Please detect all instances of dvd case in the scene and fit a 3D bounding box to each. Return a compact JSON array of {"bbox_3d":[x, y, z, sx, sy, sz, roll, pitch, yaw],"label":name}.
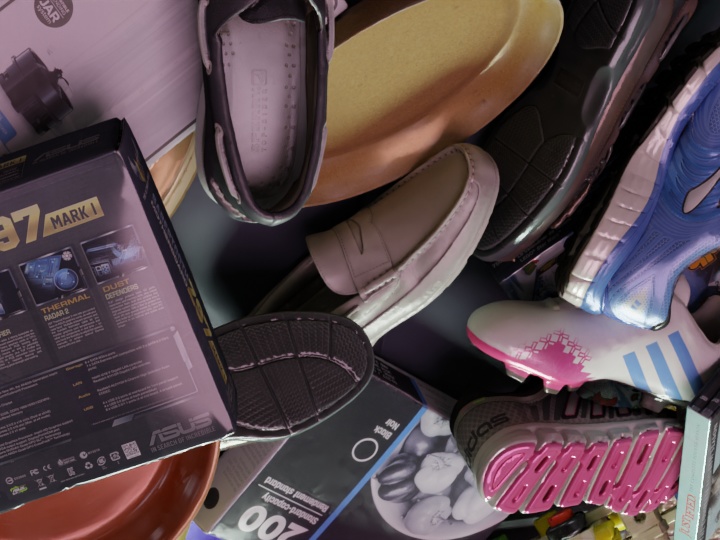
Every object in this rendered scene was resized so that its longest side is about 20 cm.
[{"bbox_3d":[0.267,0.075,1.347,0.200,0.022,0.147,-43,148,-31],"label":"dvd case"}]

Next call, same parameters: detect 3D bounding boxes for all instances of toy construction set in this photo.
[{"bbox_3d":[0.145,0.195,1.409,0.200,0.092,0.131,-46,170,20],"label":"toy construction set"}]

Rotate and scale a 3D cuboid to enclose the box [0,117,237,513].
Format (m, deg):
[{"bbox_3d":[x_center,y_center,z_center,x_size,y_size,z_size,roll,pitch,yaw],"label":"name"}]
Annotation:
[{"bbox_3d":[-0.177,0.034,0.991,0.199,0.051,0.159,-20,114,4],"label":"box"}]

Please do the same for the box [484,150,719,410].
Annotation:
[{"bbox_3d":[0.178,0.017,1.325,0.136,0.040,0.200,-35,131,3],"label":"box"}]

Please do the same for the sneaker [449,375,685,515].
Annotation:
[{"bbox_3d":[0.136,0.103,1.307,0.199,0.088,0.074,2,124,-37],"label":"sneaker"}]

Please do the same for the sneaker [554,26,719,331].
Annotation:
[{"bbox_3d":[0.195,-0.055,1.212,0.089,0.079,0.201,29,92,-7],"label":"sneaker"}]

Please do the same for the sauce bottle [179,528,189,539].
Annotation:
[{"bbox_3d":[-0.128,0.130,1.249,0.064,0.065,0.201,4,120,-28],"label":"sauce bottle"}]

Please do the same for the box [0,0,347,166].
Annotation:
[{"bbox_3d":[-0.119,-0.120,1.023,0.200,0.060,0.117,-39,115,-12],"label":"box"}]

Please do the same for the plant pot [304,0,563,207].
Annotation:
[{"bbox_3d":[0.017,-0.102,1.121,0.199,0.028,0.200,-26,161,-10],"label":"plant pot"}]

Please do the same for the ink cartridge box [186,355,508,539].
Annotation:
[{"bbox_3d":[-0.009,0.156,1.337,0.198,0.043,0.200,29,109,-38],"label":"ink cartridge box"}]

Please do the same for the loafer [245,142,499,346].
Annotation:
[{"bbox_3d":[0.000,0.000,1.206,0.070,0.070,0.200,30,110,-37],"label":"loafer"}]

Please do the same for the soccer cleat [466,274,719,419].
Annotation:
[{"bbox_3d":[0.150,0.031,1.258,0.199,0.070,0.087,13,108,-37],"label":"soccer cleat"}]

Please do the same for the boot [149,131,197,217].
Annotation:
[{"bbox_3d":[-0.189,-0.053,1.081,0.200,0.073,0.155,-42,129,12],"label":"boot"}]

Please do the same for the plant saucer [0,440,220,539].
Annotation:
[{"bbox_3d":[-0.171,0.078,1.062,0.198,0.032,0.202,-3,111,-8],"label":"plant saucer"}]

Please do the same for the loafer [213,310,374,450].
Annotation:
[{"bbox_3d":[-0.091,0.073,1.167,0.199,0.063,0.072,-20,92,-17],"label":"loafer"}]

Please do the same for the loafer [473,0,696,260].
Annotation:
[{"bbox_3d":[0.131,-0.087,1.199,0.063,0.072,0.201,12,116,-38],"label":"loafer"}]

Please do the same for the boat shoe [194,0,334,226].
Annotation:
[{"bbox_3d":[-0.044,-0.122,0.988,0.075,0.060,0.202,-9,105,-19],"label":"boat shoe"}]
